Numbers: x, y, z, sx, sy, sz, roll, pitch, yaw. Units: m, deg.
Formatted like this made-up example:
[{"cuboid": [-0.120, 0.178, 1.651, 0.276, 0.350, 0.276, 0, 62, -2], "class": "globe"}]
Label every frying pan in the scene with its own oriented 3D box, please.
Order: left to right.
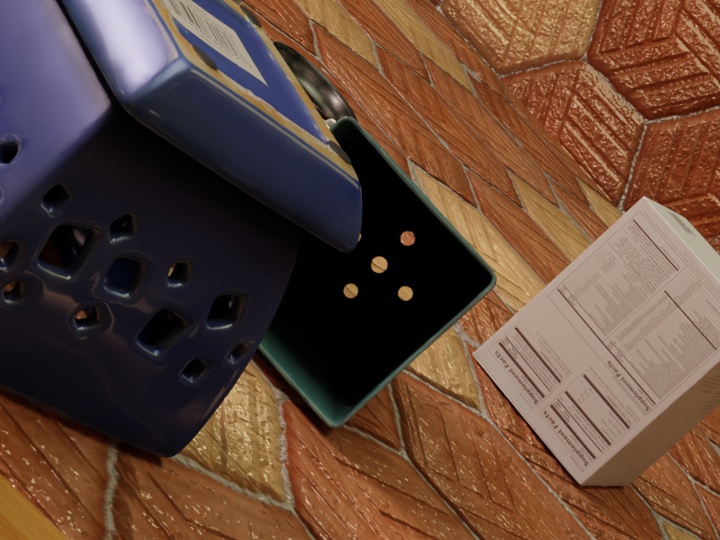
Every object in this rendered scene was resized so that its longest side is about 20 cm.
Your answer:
[{"cuboid": [-0.051, -0.159, 1.829, 0.115, 0.031, 0.190, 45, 17, -8], "class": "frying pan"}]

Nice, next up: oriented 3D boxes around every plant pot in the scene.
[{"cuboid": [-0.128, -0.056, 0.970, 0.200, 0.180, 0.200, 33, 20, -47], "class": "plant pot"}, {"cuboid": [0.000, 0.000, 1.316, 0.141, 0.141, 0.200, 48, 6, 4], "class": "plant pot"}]

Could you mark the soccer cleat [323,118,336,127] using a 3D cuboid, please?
[{"cuboid": [-0.061, -0.080, 1.450, 0.069, 0.085, 0.200, 49, 13, 8], "class": "soccer cleat"}]

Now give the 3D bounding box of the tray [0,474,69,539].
[{"cuboid": [-0.103, 0.155, 0.745, 0.200, 0.037, 0.099, 46, 13, -8], "class": "tray"}]

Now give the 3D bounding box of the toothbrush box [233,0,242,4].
[{"cuboid": [-0.183, -0.247, 1.428, 0.200, 0.146, 0.085, 51, 14, 19], "class": "toothbrush box"}]

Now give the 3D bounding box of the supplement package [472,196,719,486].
[{"cuboid": [0.235, 0.065, 1.692, 0.151, 0.200, 0.152, 51, 14, 19], "class": "supplement package"}]
